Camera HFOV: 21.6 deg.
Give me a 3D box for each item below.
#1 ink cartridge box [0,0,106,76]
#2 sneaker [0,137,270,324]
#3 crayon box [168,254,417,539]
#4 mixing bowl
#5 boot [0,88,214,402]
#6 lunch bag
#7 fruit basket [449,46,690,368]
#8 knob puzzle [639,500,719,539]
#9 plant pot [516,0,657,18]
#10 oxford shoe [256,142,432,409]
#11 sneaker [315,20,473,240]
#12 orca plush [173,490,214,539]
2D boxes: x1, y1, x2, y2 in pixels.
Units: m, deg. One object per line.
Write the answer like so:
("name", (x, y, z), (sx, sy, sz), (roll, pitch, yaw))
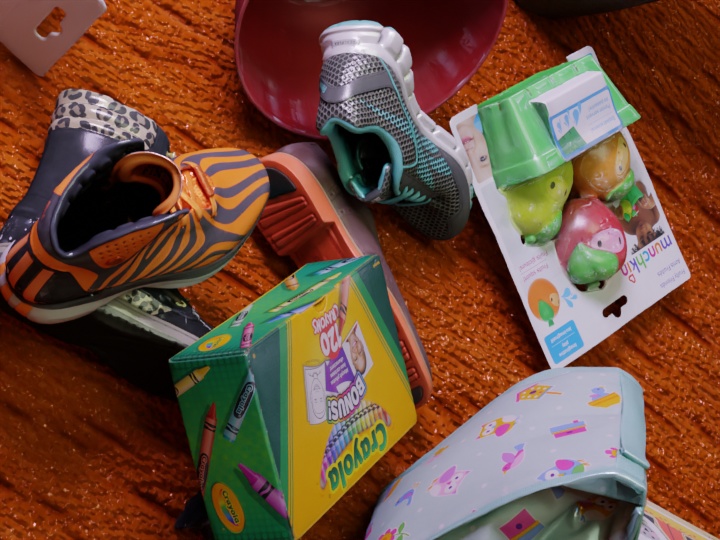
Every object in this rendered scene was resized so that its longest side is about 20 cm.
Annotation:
("ink cartridge box", (-0.236, -0.233, 1.197), (0.200, 0.115, 0.068), (46, 53, -11))
("sneaker", (-0.113, -0.037, 1.111), (0.199, 0.112, 0.078), (-31, 83, -39))
("crayon box", (-0.037, 0.077, 1.173), (0.200, 0.058, 0.120), (-37, 117, -61))
("mixing bowl", (-0.007, -0.202, 1.314), (0.199, 0.201, 0.109), (9, 37, -31))
("boot", (-0.132, -0.013, 1.204), (0.203, 0.073, 0.155), (29, 54, -23))
("lunch bag", (0.102, 0.155, 1.179), (0.122, 0.200, 0.170), (50, 18, -9))
("fruit basket", (0.164, -0.052, 1.408), (0.185, 0.093, 0.201), (-29, 93, -40))
("knob puzzle", (0.236, 0.216, 1.310), (0.219, 0.031, 0.220), (33, 19, -12))
("plant pot", (0.196, -0.278, 1.453), (0.186, 0.200, 0.189), (14, 64, -31))
("oxford shoe", (0.000, 0.000, 1.291), (0.072, 0.071, 0.201), (-36, 99, -52))
("sneaker", (0.017, -0.074, 1.291), (0.200, 0.077, 0.092), (54, 39, -43))
("orca plush", (-0.020, 0.202, 1.189), (0.105, 0.071, 0.201), (-33, 91, -38))
